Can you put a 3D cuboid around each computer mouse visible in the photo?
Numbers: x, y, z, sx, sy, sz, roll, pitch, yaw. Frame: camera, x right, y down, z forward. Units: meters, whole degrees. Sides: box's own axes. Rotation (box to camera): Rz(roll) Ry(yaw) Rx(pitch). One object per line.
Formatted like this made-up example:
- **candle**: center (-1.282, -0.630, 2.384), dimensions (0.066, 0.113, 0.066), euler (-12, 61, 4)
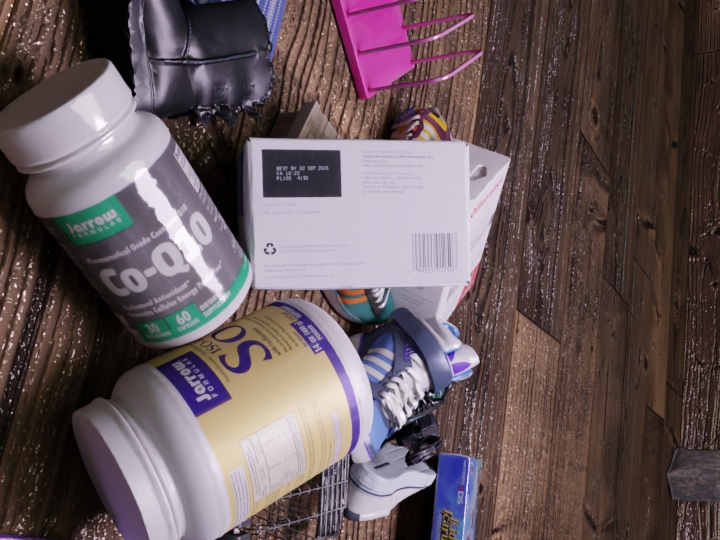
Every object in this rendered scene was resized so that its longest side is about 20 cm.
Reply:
- **computer mouse**: center (0.068, 0.196, 0.934), dimensions (0.200, 0.059, 0.034), euler (29, 40, -88)

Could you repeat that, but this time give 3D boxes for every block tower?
- **block tower**: center (-0.030, -0.097, 0.853), dimensions (0.200, 0.058, 0.054), euler (52, 48, -45)

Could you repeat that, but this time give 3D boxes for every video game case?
- **video game case**: center (0.128, 0.351, 1.039), dimensions (0.181, 0.045, 0.200), euler (49, 46, -71)

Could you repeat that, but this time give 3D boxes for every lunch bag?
- **lunch bag**: center (1.066, 0.627, 2.411), dimensions (0.200, 0.164, 0.118), euler (-36, 113, -51)

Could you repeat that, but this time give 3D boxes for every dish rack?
- **dish rack**: center (-0.077, 0.207, 0.774), dimensions (0.200, 0.054, 0.154), euler (12, 80, -58)

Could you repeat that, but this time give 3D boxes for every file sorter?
- **file sorter**: center (0.055, -0.331, 0.925), dimensions (0.139, 0.125, 0.200), euler (-45, 126, -47)

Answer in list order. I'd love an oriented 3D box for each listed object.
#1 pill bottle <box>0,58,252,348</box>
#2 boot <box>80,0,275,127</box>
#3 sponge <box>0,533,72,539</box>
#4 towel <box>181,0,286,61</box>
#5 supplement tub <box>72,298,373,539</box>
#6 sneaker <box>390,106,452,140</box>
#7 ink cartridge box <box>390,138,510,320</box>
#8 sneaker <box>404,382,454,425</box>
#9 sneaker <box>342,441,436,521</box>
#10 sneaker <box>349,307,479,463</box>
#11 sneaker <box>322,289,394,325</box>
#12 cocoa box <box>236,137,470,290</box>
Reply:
- **pill bottle**: center (-0.173, -0.046, 0.578), dimensions (0.200, 0.113, 0.113), euler (62, 42, -34)
- **boot**: center (-0.146, -0.215, 0.651), dimensions (0.162, 0.073, 0.199), euler (-22, 117, -49)
- **sponge**: center (-0.222, 0.258, 0.569), dimensions (0.200, 0.030, 0.112), euler (34, 61, -52)
- **towel**: center (-0.138, -0.297, 0.730), dimensions (0.200, 0.024, 0.145), euler (38, 56, -52)
- **supplement tub**: center (-0.106, 0.121, 0.611), dimensions (0.200, 0.145, 0.146), euler (-25, 111, -33)
- **sneaker**: center (0.059, -0.160, 0.985), dimensions (0.200, 0.075, 0.090), euler (-31, 107, -60)
- **ink cartridge box**: center (0.103, -0.043, 0.958), dimensions (0.147, 0.083, 0.200), euler (-44, 152, -49)
- **sneaker**: center (0.051, 0.150, 0.942), dimensions (0.200, 0.079, 0.076), euler (-29, 102, -54)
- **sneaker**: center (0.028, 0.257, 0.933), dimensions (0.071, 0.073, 0.200), euler (-58, 152, 7)
- **sneaker**: center (0.057, 0.118, 0.841), dimensions (0.200, 0.146, 0.081), euler (-82, 156, -61)
- **sneaker**: center (0.000, 0.000, 0.869), dimensions (0.200, 0.080, 0.071), euler (51, 48, -43)
- **cocoa box**: center (-0.013, -0.050, 0.725), dimensions (0.200, 0.131, 0.134), euler (-1, 90, -14)
